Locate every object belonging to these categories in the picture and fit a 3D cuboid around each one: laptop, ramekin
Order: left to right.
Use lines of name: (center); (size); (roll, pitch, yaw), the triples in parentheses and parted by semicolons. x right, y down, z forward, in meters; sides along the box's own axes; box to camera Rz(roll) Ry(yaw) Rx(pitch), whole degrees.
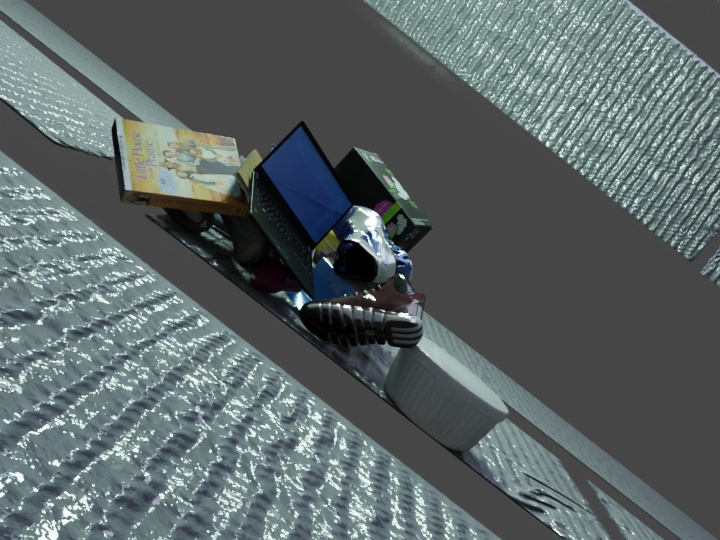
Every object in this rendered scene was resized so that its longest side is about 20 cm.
laptop: (-0.084, -0.096, 1.208); (0.179, 0.102, 0.202); (55, 16, -32)
ramekin: (0.126, 0.193, 1.213); (0.201, 0.095, 0.202); (37, 6, -4)

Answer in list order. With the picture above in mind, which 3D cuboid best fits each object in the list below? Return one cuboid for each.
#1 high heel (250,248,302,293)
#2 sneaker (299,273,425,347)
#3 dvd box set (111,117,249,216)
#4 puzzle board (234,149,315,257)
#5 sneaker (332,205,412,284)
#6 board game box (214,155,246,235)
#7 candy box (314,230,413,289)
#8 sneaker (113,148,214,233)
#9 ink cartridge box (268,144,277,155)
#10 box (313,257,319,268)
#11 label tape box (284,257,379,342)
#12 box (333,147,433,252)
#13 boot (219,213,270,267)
high heel: (-0.175, -0.028, 1.283); (0.095, 0.069, 0.199); (12, 17, -44)
sneaker: (0.010, 0.054, 1.200); (0.194, 0.117, 0.077); (7, -45, 14)
dvd box set: (-0.273, -0.157, 1.184); (0.196, 0.030, 0.149); (6, 51, -32)
puzzle board: (-0.136, -0.087, 1.253); (0.203, 0.017, 0.151); (60, 13, -17)
sneaker: (-0.005, -0.044, 1.304); (0.113, 0.082, 0.200); (5, 32, -41)
board game box: (-0.183, -0.104, 1.485); (0.198, 0.137, 0.034); (34, -27, -28)
candy box: (0.000, 0.000, 1.456); (0.198, 0.027, 0.102); (38, -33, -4)
sneaker: (-0.317, -0.135, 1.273); (0.201, 0.076, 0.115); (46, -2, -3)
ink cartridge box: (-0.161, -0.122, 1.455); (0.098, 0.205, 0.039); (27, -22, -37)
box: (-0.065, 0.032, 1.485); (0.116, 0.061, 0.200); (39, 5, 15)
label tape box: (-0.012, 0.044, 1.301); (0.197, 0.064, 0.144); (-1, 37, -45)
box: (0.019, -0.115, 1.542); (0.202, 0.148, 0.124); (53, 19, 14)
boot: (-0.213, -0.093, 1.254); (0.131, 0.067, 0.201); (52, 3, -29)
